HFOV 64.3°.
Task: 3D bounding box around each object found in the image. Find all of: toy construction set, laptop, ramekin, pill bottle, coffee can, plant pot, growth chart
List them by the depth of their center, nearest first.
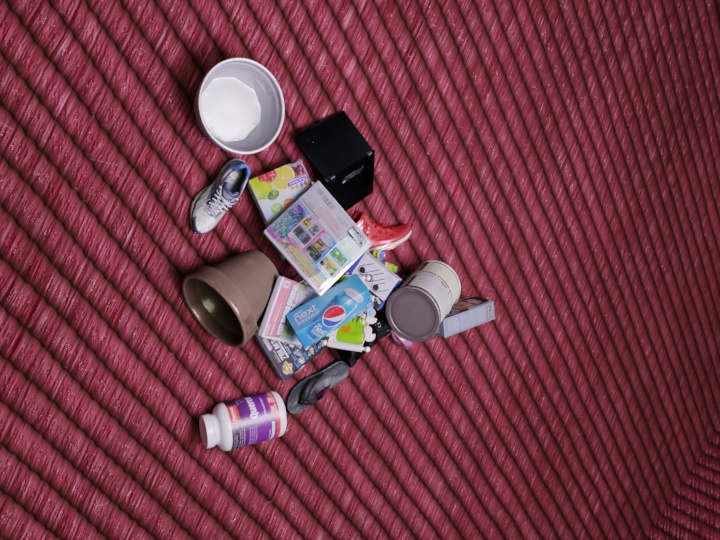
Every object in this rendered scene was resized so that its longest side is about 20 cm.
[{"bbox_3d":[-0.278,-0.363,1.284,0.197,0.104,0.205,-6,102,-30],"label":"ramekin"},{"bbox_3d":[-0.279,0.045,1.319,0.175,0.198,0.203,-43,118,-36],"label":"plant pot"},{"bbox_3d":[-0.286,0.370,1.400,0.196,0.112,0.115,-7,102,-30],"label":"pill bottle"},{"bbox_3d":[-0.028,0.101,1.415,0.018,0.141,0.204,50,41,-65],"label":"growth chart"},{"bbox_3d":[-0.062,-0.266,1.463,0.187,0.115,0.203,-38,144,-35],"label":"laptop"},{"bbox_3d":[0.168,0.075,1.497,0.200,0.144,0.149,-39,122,-57],"label":"coffee can"},{"bbox_3d":[0.066,0.034,1.557,0.200,0.090,0.134,38,64,-60],"label":"toy construction set"}]

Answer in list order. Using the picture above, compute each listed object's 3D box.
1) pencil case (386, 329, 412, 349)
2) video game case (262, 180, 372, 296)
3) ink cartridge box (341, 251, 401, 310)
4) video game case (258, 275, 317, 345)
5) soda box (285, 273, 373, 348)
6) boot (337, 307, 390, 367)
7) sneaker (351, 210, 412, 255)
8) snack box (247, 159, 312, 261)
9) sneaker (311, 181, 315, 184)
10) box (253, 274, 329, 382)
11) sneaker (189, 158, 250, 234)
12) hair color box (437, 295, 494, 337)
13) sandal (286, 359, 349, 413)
[{"bbox_3d":[0.158,0.129,1.648,0.201,0.086,0.083,-52,139,-15],"label":"pencil case"},{"bbox_3d":[-0.098,-0.075,1.342,0.182,0.024,0.201,-44,97,-15],"label":"video game case"},{"bbox_3d":[0.000,0.000,1.465,0.095,0.199,0.044,-54,166,12],"label":"ink cartridge box"},{"bbox_3d":[-0.158,0.103,1.383,0.199,0.017,0.146,25,83,-59],"label":"video game case"},{"bbox_3d":[-0.071,0.095,1.356,0.198,0.068,0.065,-31,137,-9],"label":"soda box"},{"bbox_3d":[0.008,0.161,1.520,0.157,0.212,0.080,-40,73,-16],"label":"boot"},{"bbox_3d":[0.048,-0.114,1.542,0.198,0.078,0.118,-26,112,-26],"label":"sneaker"},{"bbox_3d":[-0.165,-0.145,1.371,0.140,0.053,0.203,-25,89,-15],"label":"snack box"},{"bbox_3d":[-0.131,-0.122,1.435,0.071,0.072,0.205,9,92,-30],"label":"sneaker"},{"bbox_3d":[-0.172,0.146,1.468,0.197,0.049,0.202,-38,116,-21],"label":"box"},{"bbox_3d":[-0.318,-0.171,1.304,0.077,0.085,0.202,35,81,-30],"label":"sneaker"},{"bbox_3d":[0.298,0.136,1.723,0.197,0.098,0.062,-15,106,-28],"label":"hair color box"},{"bbox_3d":[-0.113,0.310,1.530,0.199,0.048,0.076,-35,112,-17],"label":"sandal"}]
